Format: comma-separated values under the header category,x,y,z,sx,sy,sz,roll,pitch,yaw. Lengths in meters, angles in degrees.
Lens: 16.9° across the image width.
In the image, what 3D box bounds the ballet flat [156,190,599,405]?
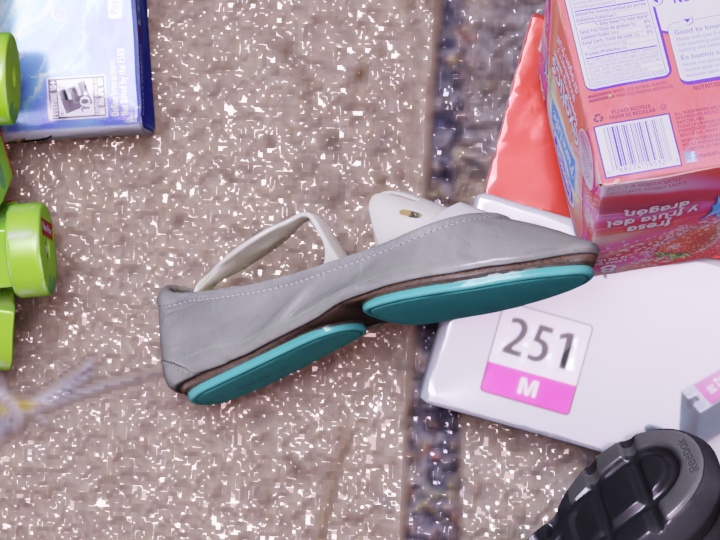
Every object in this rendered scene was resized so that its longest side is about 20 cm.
category,x,y,z,sx,sy,sz,roll,pitch,yaw
ballet flat,0.000,0.000,0.993,0.199,0.067,0.064,-19,74,24

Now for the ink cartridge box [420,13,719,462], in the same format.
category,x,y,z,sx,sy,sz,roll,pitch,yaw
ink cartridge box,0.143,-0.002,1.027,0.199,0.044,0.174,16,91,2

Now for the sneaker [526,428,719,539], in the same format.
category,x,y,z,sx,sy,sz,roll,pitch,yaw
sneaker,0.079,0.147,1.009,0.200,0.076,0.079,-33,130,19

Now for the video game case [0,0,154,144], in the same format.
category,x,y,z,sx,sy,sz,roll,pitch,yaw
video game case,-0.186,-0.153,1.038,0.181,0.045,0.201,-4,89,3

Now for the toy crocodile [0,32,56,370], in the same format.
category,x,y,z,sx,sy,sz,roll,pitch,yaw
toy crocodile,-0.166,-0.047,0.994,0.067,0.062,0.201,-6,113,3

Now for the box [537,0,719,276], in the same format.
category,x,y,z,sx,sy,sz,roll,pitch,yaw
box,0.179,-0.075,0.980,0.199,0.095,0.103,-10,68,-4
